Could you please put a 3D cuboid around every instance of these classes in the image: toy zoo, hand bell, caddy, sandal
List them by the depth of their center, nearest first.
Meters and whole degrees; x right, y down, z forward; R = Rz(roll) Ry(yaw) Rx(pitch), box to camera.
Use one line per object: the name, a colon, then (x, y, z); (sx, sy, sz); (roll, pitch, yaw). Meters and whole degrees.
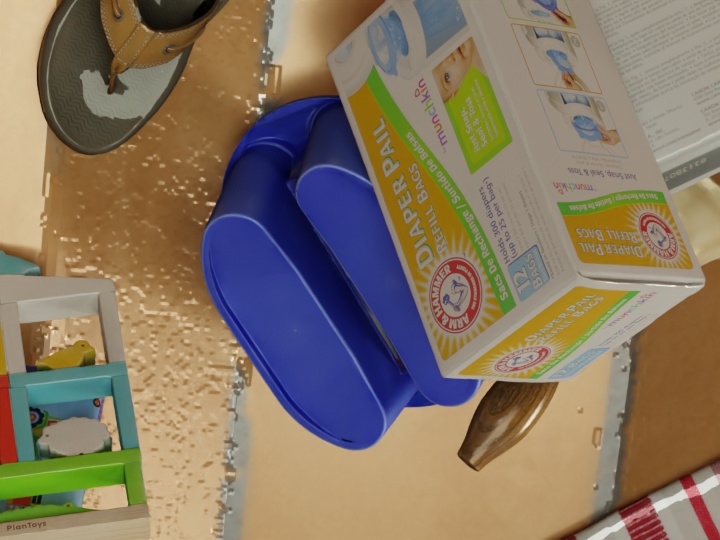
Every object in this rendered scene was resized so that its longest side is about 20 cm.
toy zoo: (-0.190, 0.069, 1.401); (0.130, 0.201, 0.021); (-7, 139, -9)
sandal: (-0.105, -0.150, 1.416); (0.082, 0.055, 0.200); (43, 96, -15)
hand bell: (0.120, 0.029, 1.436); (0.104, 0.104, 0.200); (43, 80, -15)
caddy: (0.000, 0.000, 1.444); (0.141, 0.105, 0.201); (-25, 107, 25)

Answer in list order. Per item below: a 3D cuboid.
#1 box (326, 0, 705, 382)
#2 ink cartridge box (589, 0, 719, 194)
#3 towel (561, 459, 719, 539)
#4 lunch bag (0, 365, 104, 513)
box: (0.079, -0.054, 1.344); (0.101, 0.201, 0.112); (3, 147, -43)
ink cartridge box: (0.175, -0.151, 1.421); (0.162, 0.201, 0.057); (-25, 149, -1)
towel: (0.185, 0.207, 1.559); (0.199, 0.023, 0.145); (-27, 105, 1)
lunch bag: (-0.253, 0.119, 1.412); (0.198, 0.151, 0.094); (14, 141, -6)
